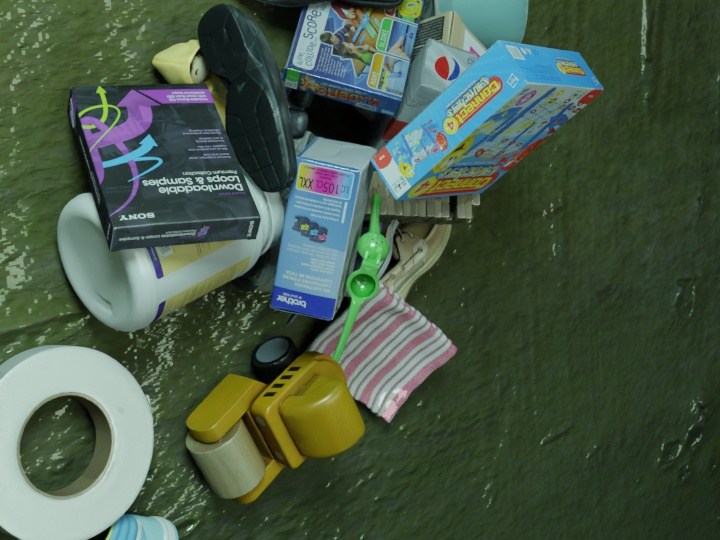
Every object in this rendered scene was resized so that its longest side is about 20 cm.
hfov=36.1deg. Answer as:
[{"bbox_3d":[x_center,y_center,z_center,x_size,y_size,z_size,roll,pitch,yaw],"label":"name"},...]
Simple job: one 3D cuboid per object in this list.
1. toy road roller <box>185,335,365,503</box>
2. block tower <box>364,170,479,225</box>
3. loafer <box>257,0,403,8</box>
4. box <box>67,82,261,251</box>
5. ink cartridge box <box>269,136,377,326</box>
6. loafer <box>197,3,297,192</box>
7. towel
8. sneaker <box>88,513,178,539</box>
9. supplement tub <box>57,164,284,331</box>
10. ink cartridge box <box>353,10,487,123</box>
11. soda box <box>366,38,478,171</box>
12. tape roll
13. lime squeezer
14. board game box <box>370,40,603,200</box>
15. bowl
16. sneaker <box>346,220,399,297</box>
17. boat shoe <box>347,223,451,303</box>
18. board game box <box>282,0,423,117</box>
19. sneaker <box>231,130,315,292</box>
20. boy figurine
[{"bbox_3d":[-0.089,0.179,1.289,0.200,0.146,0.123,-45,127,-31],"label":"toy road roller"},{"bbox_3d":[0.043,-0.088,1.330,0.199,0.058,0.054,1,82,-15],"label":"block tower"},{"bbox_3d":[-0.043,-0.332,1.217,0.071,0.199,0.068,98,-9,-58],"label":"loafer"},{"bbox_3d":[-0.192,-0.105,1.067,0.142,0.201,0.036,-6,141,-25],"label":"box"},{"bbox_3d":[-0.042,-0.034,1.216,0.136,0.076,0.201,-62,162,-72],"label":"ink cartridge box"},{"bbox_3d":[-0.100,-0.177,1.135,0.072,0.073,0.201,-8,81,-56],"label":"loafer"},{"bbox_3d":[0.028,0.108,1.438,0.146,0.030,0.200,-46,134,4],"label":"towel"},{"bbox_3d":[-0.282,0.348,1.174,0.130,0.079,0.201,36,63,-46],"label":"sneaker"},{"bbox_3d":[-0.191,-0.040,1.134,0.200,0.145,0.146,-30,119,-39],"label":"supplement tub"},{"bbox_3d":[0.095,-0.219,1.378,0.200,0.164,0.075,36,55,-44],"label":"ink cartridge box"},{"bbox_3d":[0.066,-0.183,1.294,0.063,0.200,0.069,17,64,-13],"label":"soda box"},{"bbox_3d":[-0.303,0.175,1.118,0.202,0.037,0.204,2,88,-42],"label":"tape roll"},{"bbox_3d":[0.000,0.000,1.232,0.038,0.071,0.201,21,74,-26],"label":"lime squeezer"},{"bbox_3d":[0.141,-0.160,1.205,0.200,0.196,0.056,-10,64,-54],"label":"board game box"},{"bbox_3d":[0.114,-0.351,1.379,0.105,0.201,0.202,-16,112,-18],"label":"bowl"},{"bbox_3d":[0.006,-0.066,1.390,0.080,0.078,0.201,55,48,-43],"label":"sneaker"},{"bbox_3d":[0.054,-0.024,1.451,0.200,0.071,0.065,-57,134,-19],"label":"boat shoe"},{"bbox_3d":[-0.003,-0.280,1.260,0.034,0.135,0.201,113,-8,-61],"label":"board game box"},{"bbox_3d":[-0.093,-0.067,1.300,0.087,0.074,0.201,23,88,-58],"label":"sneaker"},{"bbox_3d":[-0.139,-0.211,1.214,0.200,0.064,0.125,18,88,-50],"label":"boy figurine"}]
